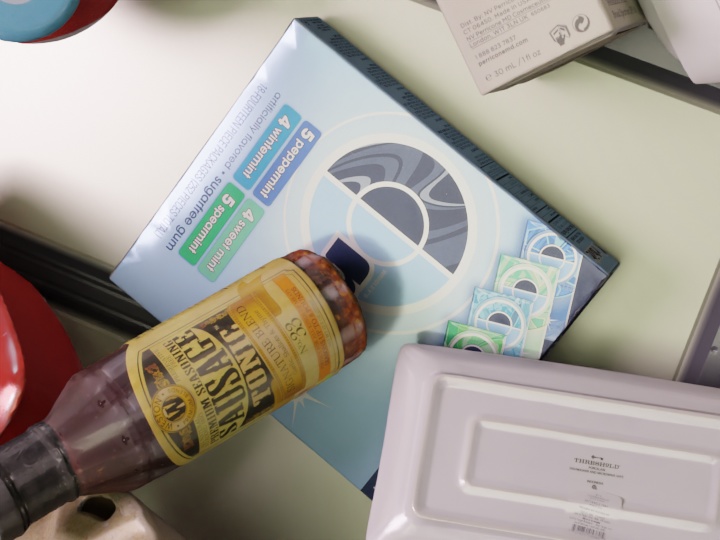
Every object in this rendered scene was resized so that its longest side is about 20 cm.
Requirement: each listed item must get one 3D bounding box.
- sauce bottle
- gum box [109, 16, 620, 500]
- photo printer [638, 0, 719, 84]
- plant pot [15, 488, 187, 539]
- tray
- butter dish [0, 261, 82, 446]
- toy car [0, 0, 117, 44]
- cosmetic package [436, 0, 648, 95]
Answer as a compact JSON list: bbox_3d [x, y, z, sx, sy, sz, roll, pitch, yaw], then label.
[{"bbox_3d":[-0.090,0.061,0.848,0.200,0.066,0.066,-32,89,-24],"label":"sauce bottle"},{"bbox_3d":[0.000,0.000,0.927,0.200,0.045,0.170,39,107,7],"label":"gum box"},{"bbox_3d":[0.185,-0.195,0.835,0.166,0.069,0.200,-26,91,18],"label":"photo printer"},{"bbox_3d":[-0.106,0.208,0.871,0.200,0.201,0.184,-25,123,17],"label":"plant pot"},{"bbox_3d":[0.108,0.095,0.853,0.199,0.022,0.108,8,72,6],"label":"tray"},{"bbox_3d":[-0.204,0.083,0.951,0.200,0.148,0.200,-53,43,17],"label":"butter dish"},{"bbox_3d":[-0.090,-0.179,0.886,0.200,0.184,0.177,15,104,-17],"label":"toy car"},{"bbox_3d":[0.056,-0.188,0.853,0.071,0.105,0.200,-25,93,21],"label":"cosmetic package"}]
